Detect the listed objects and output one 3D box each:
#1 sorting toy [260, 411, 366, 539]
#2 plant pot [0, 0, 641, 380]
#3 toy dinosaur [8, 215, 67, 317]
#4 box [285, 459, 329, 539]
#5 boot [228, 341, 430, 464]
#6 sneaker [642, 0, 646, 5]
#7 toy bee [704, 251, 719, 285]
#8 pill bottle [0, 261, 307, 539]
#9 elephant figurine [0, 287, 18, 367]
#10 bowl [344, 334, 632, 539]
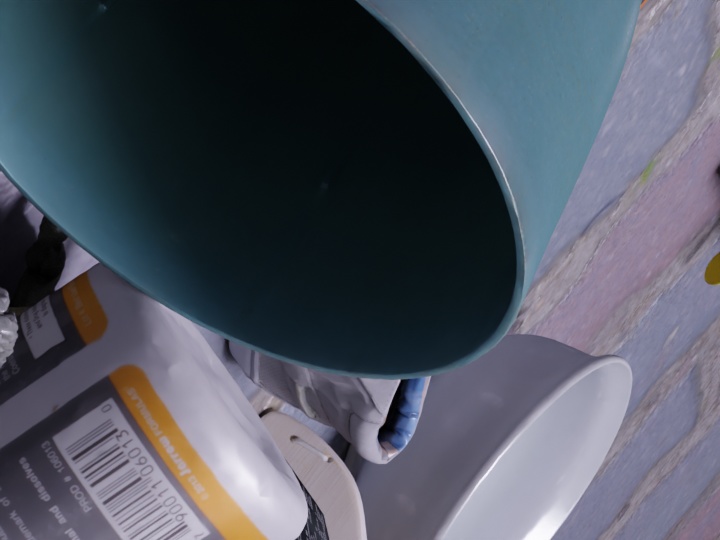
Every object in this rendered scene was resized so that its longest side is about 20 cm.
[{"bbox_3d":[-0.026,0.207,1.065,0.107,0.180,0.200,-34,151,-41],"label":"sorting toy"},{"bbox_3d":[-0.006,-0.093,0.648,0.161,0.201,0.201,-56,163,-31],"label":"plant pot"},{"bbox_3d":[-0.106,0.012,0.794,0.088,0.047,0.200,-48,156,5],"label":"toy dinosaur"},{"bbox_3d":[-0.098,0.154,0.841,0.193,0.048,0.200,-37,-173,2],"label":"box"},{"bbox_3d":[0.000,0.000,0.919,0.074,0.096,0.200,-41,155,-29],"label":"boot"},{"bbox_3d":[0.071,-0.107,0.921,0.112,0.078,0.200,-60,175,19],"label":"sneaker"},{"bbox_3d":[0.291,-0.026,1.502,0.131,0.109,0.200,-29,132,-11],"label":"toy bee"},{"bbox_3d":[-0.127,0.094,0.730,0.200,0.116,0.116,-35,158,0],"label":"pill bottle"},{"bbox_3d":[-0.189,0.079,0.586,0.200,0.155,0.142,-34,130,-22],"label":"elephant figurine"},{"bbox_3d":[0.054,0.107,1.201,0.201,0.090,0.201,-44,157,-24],"label":"bowl"}]
